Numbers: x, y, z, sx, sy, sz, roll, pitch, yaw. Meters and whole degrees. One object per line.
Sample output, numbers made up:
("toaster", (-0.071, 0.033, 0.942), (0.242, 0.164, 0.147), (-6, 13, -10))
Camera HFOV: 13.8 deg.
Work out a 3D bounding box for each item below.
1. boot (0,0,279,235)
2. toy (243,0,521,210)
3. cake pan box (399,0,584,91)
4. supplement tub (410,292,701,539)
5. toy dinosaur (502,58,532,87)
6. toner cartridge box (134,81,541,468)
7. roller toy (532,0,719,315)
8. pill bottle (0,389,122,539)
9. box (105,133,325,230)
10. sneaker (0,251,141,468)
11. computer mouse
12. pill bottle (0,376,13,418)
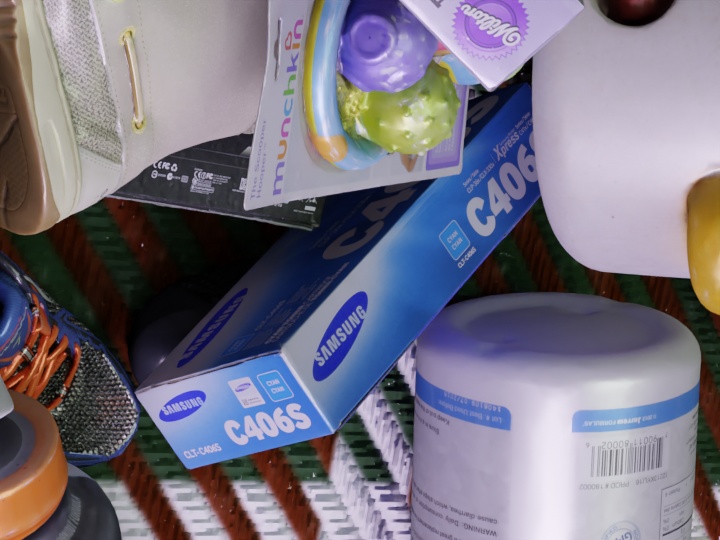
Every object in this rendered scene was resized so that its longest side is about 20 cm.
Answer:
("boot", (-0.082, -0.128, 1.062), (0.154, 0.072, 0.201), (-23, 116, -39))
("toy", (0.022, -0.084, 1.121), (0.200, 0.047, 0.116), (-16, 114, -68))
("cake pan box", (0.000, -0.170, 1.042), (0.052, 0.184, 0.200), (-41, 109, 19))
("supplement tub", (0.087, 0.120, 1.367), (0.132, 0.132, 0.201), (-11, 110, -41))
("toy dinosaur", (0.071, -0.149, 1.324), (0.136, 0.102, 0.201), (-18, 91, -54))
("toner cartridge box", (0.000, 0.000, 1.243), (0.043, 0.095, 0.200), (55, 48, -15))
("roller toy", (0.157, -0.087, 1.244), (0.200, 0.139, 0.183), (-39, 130, -66))
("pill bottle", (-0.139, 0.143, 1.155), (0.106, 0.106, 0.201), (-32, 134, -33))
("box", (-0.097, -0.113, 1.159), (0.199, 0.086, 0.165), (7, 97, -44))
("sneaker", (-0.152, 0.025, 1.153), (0.200, 0.078, 0.076), (38, 76, -42))
("computer mouse", (-0.019, 0.014, 1.306), (0.199, 0.034, 0.059), (-22, 115, -38))
("pill bottle", (-0.200, -0.023, 1.022), (0.112, 0.112, 0.201), (-28, 93, -35))
